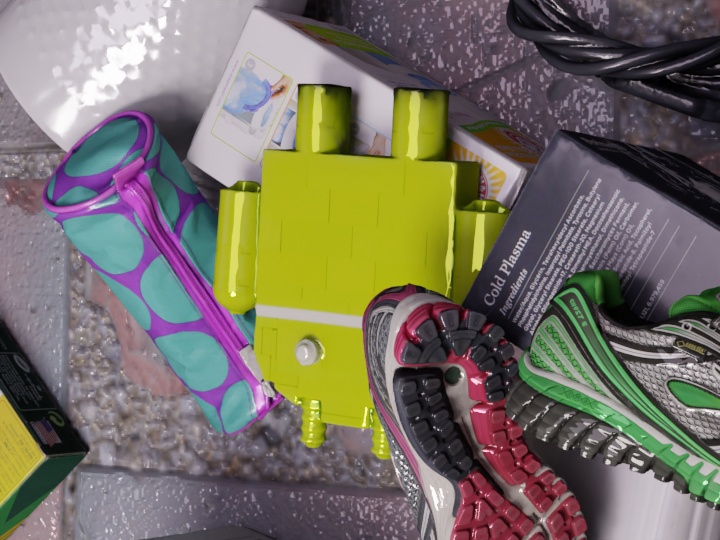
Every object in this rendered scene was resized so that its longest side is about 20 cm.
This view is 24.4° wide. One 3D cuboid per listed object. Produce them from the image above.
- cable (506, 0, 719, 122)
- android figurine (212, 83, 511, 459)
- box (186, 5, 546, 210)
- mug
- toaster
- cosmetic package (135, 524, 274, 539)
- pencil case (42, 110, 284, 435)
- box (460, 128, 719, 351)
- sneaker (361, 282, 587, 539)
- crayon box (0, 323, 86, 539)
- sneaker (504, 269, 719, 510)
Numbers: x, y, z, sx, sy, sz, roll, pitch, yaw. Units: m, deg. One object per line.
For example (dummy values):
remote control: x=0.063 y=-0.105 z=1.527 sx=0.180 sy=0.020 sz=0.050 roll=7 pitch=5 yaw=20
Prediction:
cable: x=0.168 y=-0.180 z=0.940 sx=0.199 sy=0.051 sz=0.164 roll=25 pitch=100 yaw=27
android figurine: x=0.000 y=0.000 z=0.907 sx=0.181 sy=0.041 sz=0.202 roll=8 pitch=96 yaw=29
box: x=0.017 y=-0.061 z=0.979 sx=0.199 sy=0.112 sz=0.102 roll=34 pitch=106 yaw=24
mug: x=-0.124 y=-0.179 z=1.055 sx=0.175 sy=0.147 sz=0.201 roll=-41 pitch=39 yaw=20
toaster: x=0.136 y=0.136 z=0.911 sx=0.199 sy=0.113 sz=0.130 roll=14 pitch=92 yaw=29
cosmetic package: x=-0.080 y=0.278 z=0.987 sx=0.164 sy=0.164 sz=0.202 roll=18 pitch=96 yaw=31
pencil case: x=-0.106 y=0.003 z=1.004 sx=0.085 sy=0.200 sz=0.092 roll=-41 pitch=32 yaw=-12
box: x=0.181 y=0.022 z=0.841 sx=0.182 sy=0.200 sz=0.105 roll=33 pitch=105 yaw=24
sneaker: x=0.056 y=0.096 z=0.828 sx=0.075 sy=0.080 sz=0.201 roll=35 pitch=144 yaw=62
crayon box: x=-0.297 y=0.145 z=1.174 sx=0.200 sy=0.051 sz=0.127 roll=-45 pitch=69 yaw=19
sneaker: x=0.157 y=0.055 z=0.698 sx=0.199 sy=0.078 sz=0.086 roll=20 pitch=97 yaw=27
